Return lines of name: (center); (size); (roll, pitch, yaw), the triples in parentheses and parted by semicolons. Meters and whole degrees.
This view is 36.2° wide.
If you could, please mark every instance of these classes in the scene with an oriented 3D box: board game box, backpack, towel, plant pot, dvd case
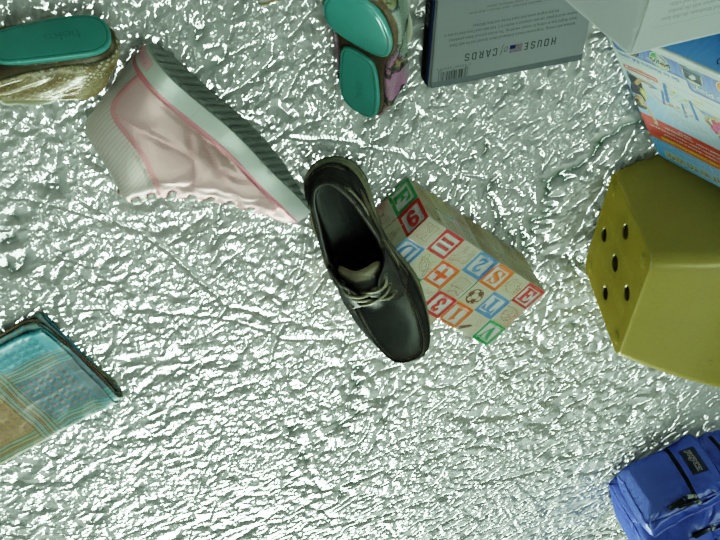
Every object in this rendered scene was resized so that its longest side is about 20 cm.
board game box: (0.324, -0.139, 0.955); (0.056, 0.200, 0.196); (-46, 137, -4)
backpack: (0.462, 0.316, 1.505); (0.198, 0.163, 0.169); (-23, 135, -1)
towel: (-0.343, 0.129, 1.041); (0.198, 0.022, 0.147); (-29, 137, 5)
plant pot: (0.338, -0.009, 1.112); (0.174, 0.202, 0.202); (0, 134, -9)
dvd case: (0.126, -0.247, 0.885); (0.148, 0.025, 0.202); (-12, 137, -15)

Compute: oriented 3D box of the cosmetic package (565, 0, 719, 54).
cosmetic package: (0.263, -0.291, 0.812); (0.197, 0.123, 0.202); (-17, 137, -26)

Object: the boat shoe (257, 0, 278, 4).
boat shoe: (-0.005, -0.265, 0.782); (0.199, 0.071, 0.070); (-31, 112, 17)

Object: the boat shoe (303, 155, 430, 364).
boat shoe: (0.000, 0.000, 0.970); (0.074, 0.073, 0.202); (-25, 103, 17)

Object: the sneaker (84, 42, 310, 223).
sneaker: (-0.135, -0.083, 0.886); (0.104, 0.076, 0.200); (-41, 128, 11)

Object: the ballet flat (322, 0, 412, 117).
ballet flat: (0.012, -0.186, 0.835); (0.072, 0.069, 0.200); (-57, 169, -13)

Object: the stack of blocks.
stack of blocks: (0.078, 0.005, 1.088); (0.115, 0.059, 0.199); (-44, 135, 20)

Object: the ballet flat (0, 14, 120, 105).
ballet flat: (-0.270, -0.138, 0.779); (0.197, 0.071, 0.066); (-5, 149, -16)
